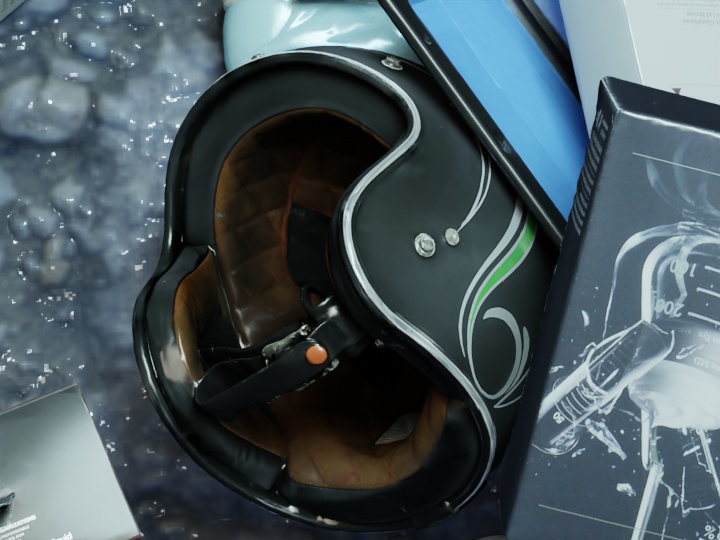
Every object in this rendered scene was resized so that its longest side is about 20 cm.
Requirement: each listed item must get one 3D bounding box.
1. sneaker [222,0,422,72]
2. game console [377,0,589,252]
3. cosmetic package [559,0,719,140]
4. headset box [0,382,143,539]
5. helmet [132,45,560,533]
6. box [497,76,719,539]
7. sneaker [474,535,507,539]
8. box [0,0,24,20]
[{"bbox_3d":[0.029,-0.106,1.324,0.199,0.074,0.082,1,83,0],"label":"sneaker"},{"bbox_3d":[0.123,-0.096,1.215,0.176,0.116,0.200,-36,89,-6],"label":"game console"},{"bbox_3d":[0.183,-0.128,1.221,0.199,0.052,0.152,0,68,-30],"label":"cosmetic package"},{"bbox_3d":[-0.176,0.128,1.149,0.148,0.200,0.078,-22,75,-14],"label":"headset box"},{"bbox_3d":[0.000,0.000,1.217,0.199,0.201,0.191,14,46,-2],"label":"helmet"},{"bbox_3d":[0.174,0.037,1.098,0.199,0.104,0.183,13,102,-1],"label":"box"},{"bbox_3d":[0.130,0.180,1.219,0.199,0.105,0.076,33,71,4],"label":"sneaker"},{"bbox_3d":[-0.251,-0.189,1.242,0.171,0.199,0.200,44,71,8],"label":"box"}]
